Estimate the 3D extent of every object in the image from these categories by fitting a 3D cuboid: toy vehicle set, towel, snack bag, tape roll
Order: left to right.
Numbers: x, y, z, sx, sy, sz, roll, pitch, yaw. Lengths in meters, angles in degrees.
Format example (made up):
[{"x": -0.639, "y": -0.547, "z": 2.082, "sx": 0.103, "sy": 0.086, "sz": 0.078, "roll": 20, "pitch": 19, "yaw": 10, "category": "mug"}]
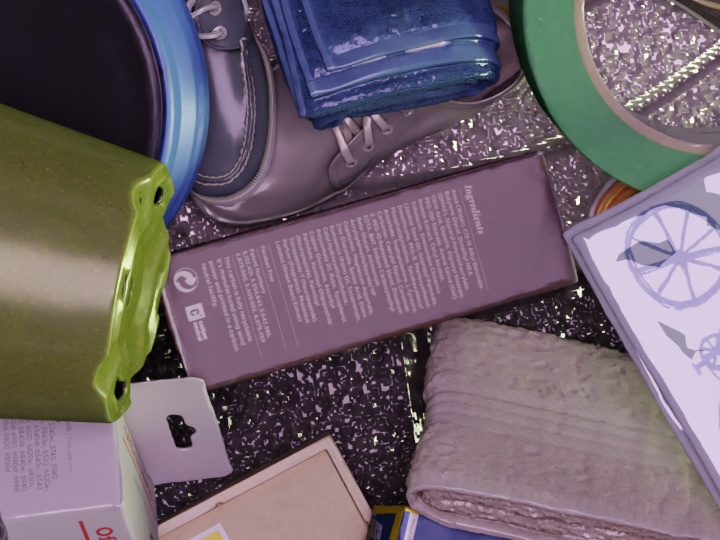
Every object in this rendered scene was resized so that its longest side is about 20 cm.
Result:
[{"x": -0.074, "y": 0.183, "z": 1.357, "sx": 0.199, "sy": 0.027, "sz": 0.125, "roll": -27, "pitch": 92, "yaw": -4, "category": "toy vehicle set"}, {"x": -0.005, "y": -0.173, "z": 1.319, "sx": 0.111, "sy": 0.049, "sz": 0.201, "roll": -14, "pitch": 70, "yaw": -10, "category": "towel"}, {"x": 0.126, "y": 0.090, "z": 1.331, "sx": 0.199, "sy": 0.133, "sz": 0.035, "roll": 12, "pitch": 130, "yaw": -2, "category": "towel"}, {"x": 0.175, "y": -0.135, "z": 1.310, "sx": 0.200, "sy": 0.048, "sz": 0.201, "roll": -1, "pitch": 103, "yaw": -5, "category": "tape roll"}, {"x": 0.227, "y": 0.013, "z": 1.285, "sx": 0.200, "sy": 0.021, "sz": 0.189, "roll": -30, "pitch": 85, "yaw": -7, "category": "snack bag"}]

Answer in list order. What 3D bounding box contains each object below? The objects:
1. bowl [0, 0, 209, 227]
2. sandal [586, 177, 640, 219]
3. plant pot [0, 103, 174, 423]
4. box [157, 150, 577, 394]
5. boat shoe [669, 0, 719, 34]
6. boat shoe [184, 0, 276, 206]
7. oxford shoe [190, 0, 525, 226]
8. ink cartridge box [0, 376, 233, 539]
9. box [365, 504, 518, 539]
[{"x": -0.174, "y": -0.085, "z": 1.304, "sx": 0.200, "sy": 0.039, "sz": 0.202, "roll": 3, "pitch": 101, "yaw": 17, "category": "bowl"}, {"x": 0.215, "y": 0.009, "z": 1.364, "sx": 0.206, "sy": 0.059, "sz": 0.079, "roll": 32, "pitch": 87, "yaw": -4, "category": "sandal"}, {"x": -0.190, "y": -0.006, "z": 1.217, "sx": 0.189, "sy": 0.200, "sz": 0.201, "roll": 12, "pitch": 89, "yaw": 5, "category": "plant pot"}, {"x": 0.000, "y": 0.000, "z": 1.328, "sx": 0.199, "sy": 0.100, "sz": 0.075, "roll": -17, "pitch": 91, "yaw": -3, "category": "box"}, {"x": 0.193, "y": -0.161, "z": 1.362, "sx": 0.201, "sy": 0.060, "sz": 0.072, "roll": 21, "pitch": 86, "yaw": -5, "category": "boat shoe"}, {"x": -0.091, "y": -0.132, "z": 1.324, "sx": 0.073, "sy": 0.062, "sz": 0.201, "roll": -12, "pitch": 82, "yaw": 10, "category": "boat shoe"}, {"x": 0.001, "y": -0.085, "z": 1.349, "sx": 0.199, "sy": 0.058, "sz": 0.075, "roll": -26, "pitch": 94, "yaw": -3, "category": "oxford shoe"}, {"x": -0.164, "y": 0.117, "z": 1.289, "sx": 0.199, "sy": 0.116, "sz": 0.068, "roll": -9, "pitch": 60, "yaw": 2, "category": "ink cartridge box"}, {"x": 0.098, "y": 0.174, "z": 1.336, "sx": 0.199, "sy": 0.064, "sz": 0.070, "roll": 15, "pitch": 82, "yaw": -12, "category": "box"}]
